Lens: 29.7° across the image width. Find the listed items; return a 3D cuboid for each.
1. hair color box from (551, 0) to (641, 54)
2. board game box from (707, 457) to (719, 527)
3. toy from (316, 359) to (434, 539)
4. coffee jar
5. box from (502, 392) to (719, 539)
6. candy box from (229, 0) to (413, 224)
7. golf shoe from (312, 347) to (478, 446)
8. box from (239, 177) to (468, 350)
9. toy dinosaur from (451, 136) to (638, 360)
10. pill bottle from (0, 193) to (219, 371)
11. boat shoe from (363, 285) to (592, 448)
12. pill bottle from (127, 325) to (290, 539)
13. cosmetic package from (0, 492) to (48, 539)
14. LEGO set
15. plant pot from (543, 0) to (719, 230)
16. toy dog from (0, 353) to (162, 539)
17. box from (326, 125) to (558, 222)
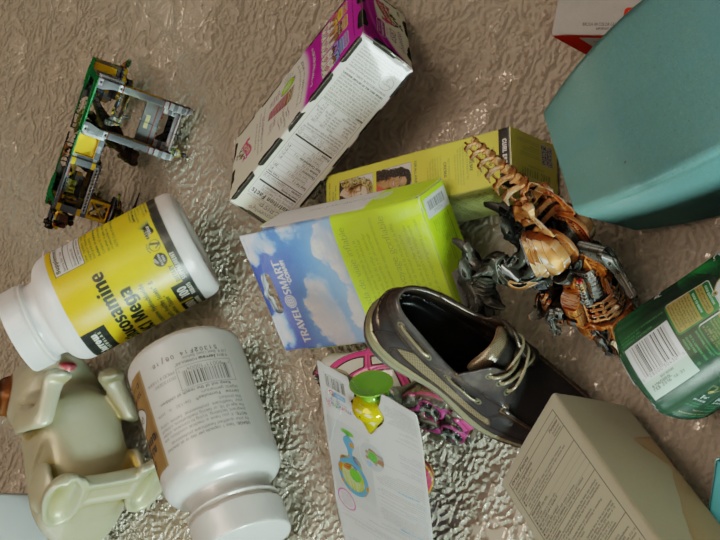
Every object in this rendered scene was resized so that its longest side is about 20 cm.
[{"bbox_3d":[0.228,-0.274,1.070,0.110,0.064,0.201,8,86,42],"label":"hair color box"},{"bbox_3d":[0.325,0.219,0.901,0.199,0.047,0.152,8,87,41],"label":"board game box"},{"bbox_3d":[0.026,0.167,1.131,0.115,0.047,0.201,24,137,40],"label":"toy"},{"bbox_3d":[0.281,0.019,0.941,0.200,0.104,0.086,-40,61,27],"label":"coffee jar"},{"bbox_3d":[0.188,0.186,0.962,0.095,0.077,0.200,-64,32,25],"label":"box"},{"bbox_3d":[-0.037,-0.148,1.234,0.200,0.061,0.137,-48,21,23],"label":"candy box"},{"bbox_3d":[0.044,0.091,1.164,0.199,0.073,0.092,6,53,46],"label":"golf shoe"},{"bbox_3d":[0.000,0.000,1.160,0.199,0.048,0.123,-9,109,39],"label":"box"},{"bbox_3d":[0.146,-0.018,1.041,0.135,0.102,0.201,-9,100,60],"label":"toy dinosaur"},{"bbox_3d":[-0.250,0.016,1.336,0.199,0.113,0.113,-28,60,-2],"label":"pill bottle"},{"bbox_3d":[0.096,0.076,1.044,0.075,0.199,0.073,-64,2,-22],"label":"boat shoe"},{"bbox_3d":[-0.138,0.163,1.263,0.114,0.114,0.201,-39,59,28],"label":"pill bottle"},{"bbox_3d":[-0.402,0.370,1.444,0.200,0.123,0.200,-37,60,31],"label":"cosmetic package"},{"bbox_3d":[-0.253,-0.125,1.446,0.154,0.115,0.201,16,89,70],"label":"LEGO set"},{"bbox_3d":[0.243,-0.116,0.979,0.200,0.141,0.142,-31,63,35],"label":"plant pot"},{"bbox_3d":[-0.297,0.171,1.404,0.201,0.139,0.194,60,146,31],"label":"toy dog"},{"bbox_3d":[0.067,-0.071,1.162,0.199,0.075,0.050,-13,72,40],"label":"box"}]
